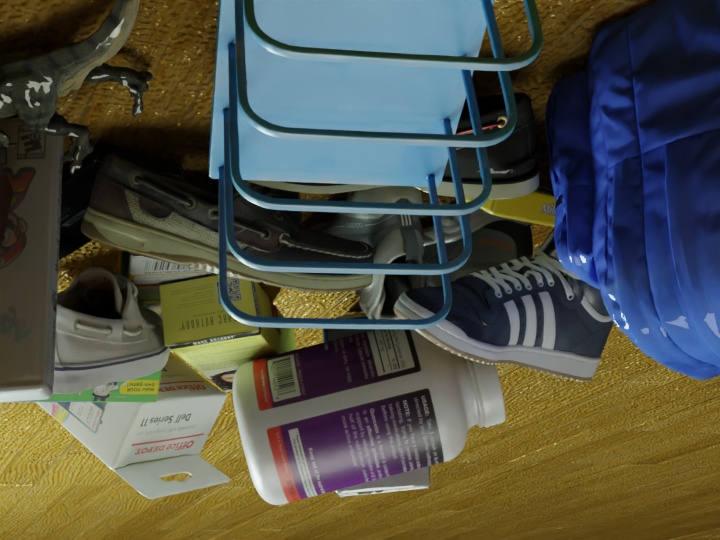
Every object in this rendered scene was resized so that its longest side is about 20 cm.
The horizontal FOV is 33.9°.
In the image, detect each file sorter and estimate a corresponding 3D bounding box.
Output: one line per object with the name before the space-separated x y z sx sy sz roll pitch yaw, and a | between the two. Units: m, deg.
file sorter | -0.001 -0.076 0.585 0.137 0.124 0.201 1 141 -10

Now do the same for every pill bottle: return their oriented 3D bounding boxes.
pill bottle | 0.007 0.105 0.915 0.198 0.113 0.113 -14 160 -1

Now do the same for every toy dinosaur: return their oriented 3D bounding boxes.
toy dinosaur | -0.172 -0.104 0.675 0.199 0.048 0.088 -20 149 29

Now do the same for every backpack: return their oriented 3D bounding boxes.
backpack | 0.204 -0.036 0.703 0.167 0.202 0.162 -22 154 40

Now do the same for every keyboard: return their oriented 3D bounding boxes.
keyboard | -0.228 -0.049 0.851 0.126 0.021 0.199 7 157 -41

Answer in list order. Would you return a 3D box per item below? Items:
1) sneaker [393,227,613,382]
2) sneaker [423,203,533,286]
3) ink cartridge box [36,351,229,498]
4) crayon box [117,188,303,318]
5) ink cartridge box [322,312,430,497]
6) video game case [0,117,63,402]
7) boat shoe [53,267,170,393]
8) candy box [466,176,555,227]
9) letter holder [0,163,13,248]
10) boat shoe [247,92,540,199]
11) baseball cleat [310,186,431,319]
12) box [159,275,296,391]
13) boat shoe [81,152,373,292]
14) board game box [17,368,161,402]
sneaker | 0.117 0.011 0.846 0.199 0.109 0.070 14 -164 -39
sneaker | 0.064 0.004 0.964 0.073 0.080 0.200 7 159 -35
ink cartridge box | -0.199 0.106 1.014 0.199 0.068 0.117 34 -164 27
crayon box | -0.124 -0.006 0.922 0.124 0.052 0.200 -3 163 -15
ink cartridge box | 0.020 0.112 1.073 0.083 0.147 0.200 -5 180 4
video game case | -0.282 -0.006 0.715 0.198 0.184 0.024 -4 156 -1
boat shoe | -0.181 0.034 0.827 0.070 0.070 0.200 19 -173 14
candy box | 0.144 -0.048 0.841 0.198 0.027 0.102 9 -169 -33
letter holder | -0.262 -0.046 0.598 0.099 0.143 0.201 -2 146 1
boat shoe | 0.014 -0.083 0.749 0.199 0.064 0.074 2 -156 20
baseball cleat | 0.000 0.000 0.899 0.069 0.108 0.200 -4 163 -14
box | -0.100 0.054 0.953 0.074 0.051 0.200 -10 163 5
boat shoe | -0.082 -0.032 0.786 0.199 0.067 0.072 11 -169 -13
board game box | -0.265 0.061 0.884 0.198 0.029 0.134 4 -165 -29
